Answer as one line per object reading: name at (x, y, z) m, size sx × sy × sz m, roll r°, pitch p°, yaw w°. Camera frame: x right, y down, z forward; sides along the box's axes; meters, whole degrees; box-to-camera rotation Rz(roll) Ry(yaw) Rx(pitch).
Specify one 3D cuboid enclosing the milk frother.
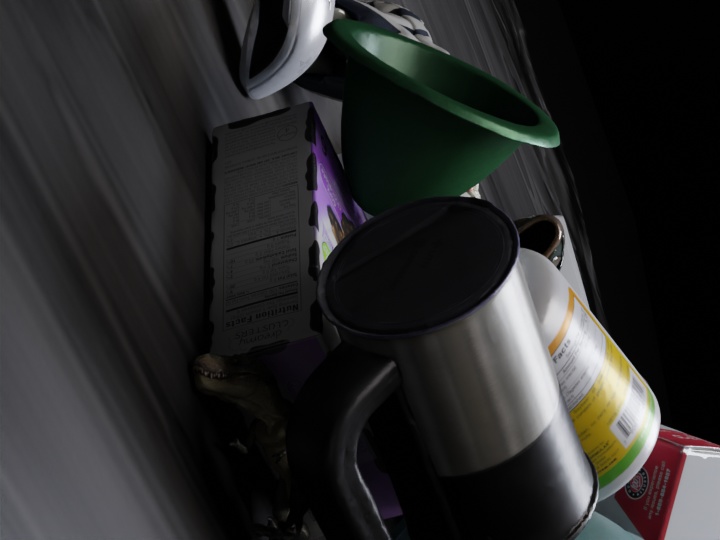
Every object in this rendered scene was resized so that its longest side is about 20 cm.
milk frother at (0.081, 0.089, 1.257) m, size 0.181 × 0.199 × 0.189 m, roll -59°, pitch 140°, yaw -40°

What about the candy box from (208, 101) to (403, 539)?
candy box at (-0.030, 0.030, 1.400) m, size 0.201 × 0.071 × 0.168 m, roll -94°, pitch 164°, yaw -45°

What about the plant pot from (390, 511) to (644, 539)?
plant pot at (0.084, 0.220, 1.484) m, size 0.134 × 0.200 × 0.201 m, roll 40°, pitch 27°, yaw -22°

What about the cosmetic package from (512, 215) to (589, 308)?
cosmetic package at (0.124, 0.016, 1.802) m, size 0.200 × 0.090 × 0.108 m, roll -2°, pitch 78°, yaw -76°

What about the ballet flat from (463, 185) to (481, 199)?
ballet flat at (0.055, 0.000, 1.661) m, size 0.075 × 0.064 × 0.201 m, roll 22°, pitch 74°, yaw -26°

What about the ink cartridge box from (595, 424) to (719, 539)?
ink cartridge box at (0.154, 0.167, 1.646) m, size 0.083 × 0.199 × 0.147 m, roll 9°, pitch 98°, yaw -48°

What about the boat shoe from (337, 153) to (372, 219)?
boat shoe at (0.000, 0.000, 1.608) m, size 0.201 × 0.071 × 0.068 m, roll -101°, pitch 169°, yaw -53°

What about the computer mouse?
computer mouse at (-0.032, -0.206, 1.532) m, size 0.110 × 0.044 × 0.201 m, roll -24°, pitch 129°, yaw -68°

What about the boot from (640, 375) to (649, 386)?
boot at (0.167, 0.148, 1.969) m, size 0.073 × 0.181 × 0.200 m, roll 58°, pitch 6°, yaw 7°

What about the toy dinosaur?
toy dinosaur at (-0.033, 0.129, 1.293) m, size 0.200 × 0.047 × 0.089 m, roll 55°, pitch 37°, yaw -39°

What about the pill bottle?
pill bottle at (0.104, 0.056, 1.517) m, size 0.200 × 0.111 × 0.111 m, roll 50°, pitch 24°, yaw -33°

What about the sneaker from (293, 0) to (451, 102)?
sneaker at (-0.013, -0.171, 1.717) m, size 0.129 × 0.080 × 0.199 m, roll 25°, pitch 16°, yaw -35°

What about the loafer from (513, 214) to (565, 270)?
loafer at (0.064, 0.030, 1.588) m, size 0.072 × 0.200 × 0.063 m, roll 44°, pitch -15°, yaw 7°

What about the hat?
hat at (0.016, -0.042, 1.451) m, size 0.177 × 0.165 × 0.200 m, roll -65°, pitch 174°, yaw 14°
